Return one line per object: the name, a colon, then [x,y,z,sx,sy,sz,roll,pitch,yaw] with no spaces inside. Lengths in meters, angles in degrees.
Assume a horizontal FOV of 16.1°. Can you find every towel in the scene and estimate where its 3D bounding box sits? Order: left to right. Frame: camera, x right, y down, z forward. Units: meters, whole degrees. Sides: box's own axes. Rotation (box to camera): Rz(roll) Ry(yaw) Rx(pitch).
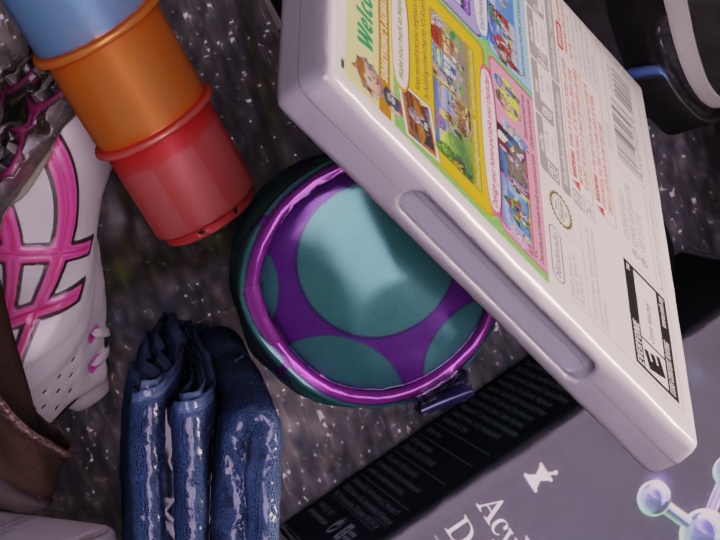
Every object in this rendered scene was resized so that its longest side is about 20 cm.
towel: [-0.059,0.080,0.883,0.048,0.200,0.112,1,95,-7]

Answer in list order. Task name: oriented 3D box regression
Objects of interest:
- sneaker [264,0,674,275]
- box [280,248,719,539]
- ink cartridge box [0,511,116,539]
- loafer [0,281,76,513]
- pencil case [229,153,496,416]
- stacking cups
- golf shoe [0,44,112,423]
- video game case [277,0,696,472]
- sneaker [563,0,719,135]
sneaker: [0.047,-0.066,0.952,0.200,0.088,0.076,44,85,-12]
box: [0.097,0.110,0.968,0.200,0.107,0.149,-34,100,-8]
ink cartridge box: [-0.165,0.164,0.901,0.057,0.199,0.164,-15,104,-48]
loafer: [-0.149,-0.007,0.845,0.071,0.073,0.200,-35,107,-6]
pencil case: [0.000,0.000,0.891,0.092,0.200,0.086,-15,94,-4]
stacking cups: [-0.095,-0.102,0.861,0.060,0.060,0.200,-36,111,-7]
golf shoe: [-0.126,0.007,0.936,0.092,0.073,0.201,26,94,-29]
video game case: [0.040,-0.056,0.820,0.022,0.200,0.182,-32,122,23]
sneaker: [0.104,-0.149,0.968,0.073,0.112,0.201,14,58,-49]
